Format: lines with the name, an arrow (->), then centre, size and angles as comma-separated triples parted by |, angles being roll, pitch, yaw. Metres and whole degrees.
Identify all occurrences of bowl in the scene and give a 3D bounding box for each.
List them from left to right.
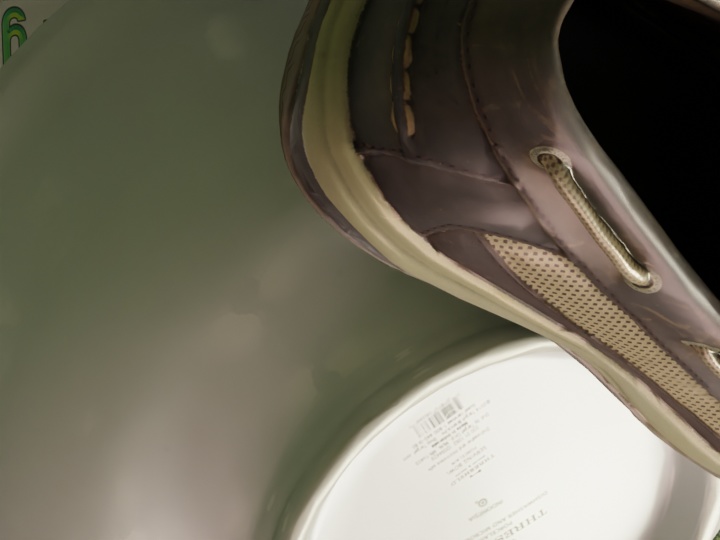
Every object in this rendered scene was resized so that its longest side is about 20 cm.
bowl -> 0.011, 0.028, 0.590 | 0.201, 0.201, 0.090 | -2, -147, -27

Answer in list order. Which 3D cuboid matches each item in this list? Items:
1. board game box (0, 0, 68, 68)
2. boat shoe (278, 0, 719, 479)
board game box -> -0.042, -0.057, 0.702 | 0.200, 0.035, 0.126 | -4, 179, 41
boat shoe -> 0.079, -0.001, 0.514 | 0.200, 0.075, 0.073 | 22, 171, -33
